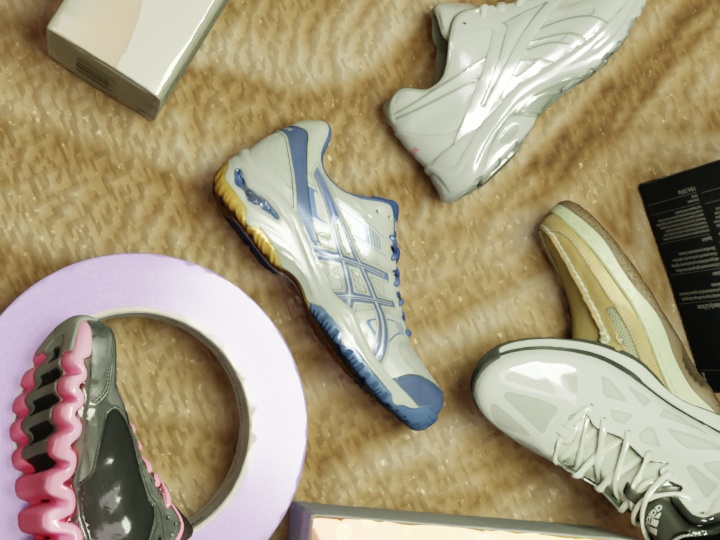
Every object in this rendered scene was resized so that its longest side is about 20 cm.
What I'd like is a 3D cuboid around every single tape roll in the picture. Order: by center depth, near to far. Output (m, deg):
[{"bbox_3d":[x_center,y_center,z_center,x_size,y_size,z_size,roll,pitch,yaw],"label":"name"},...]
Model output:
[{"bbox_3d":[-0.133,0.092,1.043,0.199,0.066,0.201,0,87,-10],"label":"tape roll"}]

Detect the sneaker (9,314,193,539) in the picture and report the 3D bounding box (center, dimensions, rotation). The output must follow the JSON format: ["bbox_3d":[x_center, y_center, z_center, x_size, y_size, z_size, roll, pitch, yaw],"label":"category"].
[{"bbox_3d":[-0.138,0.125,0.981,0.095,0.079,0.201,2,87,-31],"label":"sneaker"}]

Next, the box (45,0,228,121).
[{"bbox_3d":[-0.100,-0.197,1.051,0.078,0.095,0.201,31,81,-6],"label":"box"}]

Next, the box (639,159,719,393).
[{"bbox_3d":[0.247,-0.004,1.043,0.078,0.200,0.142,-15,90,-10],"label":"box"}]

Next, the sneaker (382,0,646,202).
[{"bbox_3d":[0.094,-0.141,1.090,0.099,0.078,0.200,45,80,-1],"label":"sneaker"}]

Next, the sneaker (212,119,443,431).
[{"bbox_3d":[0.000,0.000,1.065,0.088,0.075,0.200,-37,94,-10],"label":"sneaker"}]

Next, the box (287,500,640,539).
[{"bbox_3d":[0.056,0.208,1.050,0.199,0.097,0.125,5,86,-9],"label":"box"}]

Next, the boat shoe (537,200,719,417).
[{"bbox_3d":[0.158,0.055,1.094,0.076,0.072,0.201,-33,93,2],"label":"boat shoe"}]

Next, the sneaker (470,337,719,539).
[{"bbox_3d":[0.157,0.108,1.023,0.200,0.115,0.076,22,112,-3],"label":"sneaker"}]
